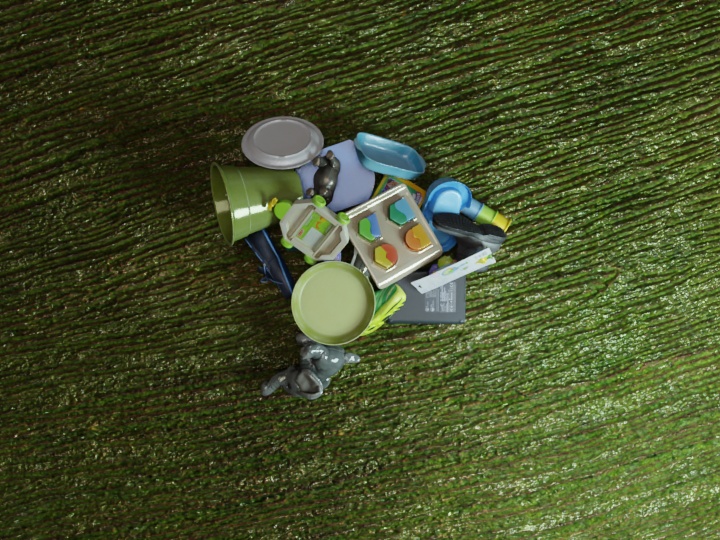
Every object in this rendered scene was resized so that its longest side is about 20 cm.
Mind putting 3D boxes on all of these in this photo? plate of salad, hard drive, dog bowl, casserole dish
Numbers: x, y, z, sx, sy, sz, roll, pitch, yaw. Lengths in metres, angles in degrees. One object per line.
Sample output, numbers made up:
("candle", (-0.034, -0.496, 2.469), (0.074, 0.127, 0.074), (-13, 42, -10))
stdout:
("plate of salad", (-0.190, -0.308, 1.613), (0.200, 0.048, 0.200), (1, 50, -1))
("hard drive", (0.165, 0.066, 1.675), (0.200, 0.033, 0.140), (1, 91, -2))
("dog bowl", (0.199, -0.139, 1.621), (0.111, 0.050, 0.200), (6, 123, -15))
("casserole dish", (0.067, -0.275, 1.615), (0.200, 0.121, 0.039), (11, 131, -26))

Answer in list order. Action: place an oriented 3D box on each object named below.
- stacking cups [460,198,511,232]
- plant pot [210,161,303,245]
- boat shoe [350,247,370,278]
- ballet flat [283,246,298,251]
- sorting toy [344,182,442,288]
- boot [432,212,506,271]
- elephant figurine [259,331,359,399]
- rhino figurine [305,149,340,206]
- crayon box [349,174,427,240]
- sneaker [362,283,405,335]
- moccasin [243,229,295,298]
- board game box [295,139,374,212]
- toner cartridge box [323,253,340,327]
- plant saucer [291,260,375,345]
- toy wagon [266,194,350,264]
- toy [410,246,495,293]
("stacking cups", (0.283, -0.161, 1.664), (0.200, 0.061, 0.061), (34, 90, 1))
("plant pot", (-0.243, -0.177, 1.586), (0.190, 0.200, 0.200), (-14, 92, -20))
("boat shoe", (0.000, 0.000, 1.649), (0.060, 0.072, 0.202), (16, 87, 3))
("ballet flat", (-0.100, -0.101, 1.657), (0.200, 0.067, 0.064), (-15, 64, -2))
("sorting toy", (0.075, -0.084, 1.557), (0.185, 0.036, 0.200), (-29, 89, -11))
("boot", (0.248, -0.060, 1.617), (0.200, 0.070, 0.132), (16, 128, -14))
("elephant figurine", (-0.130, 0.259, 1.638), (0.141, 0.155, 0.200), (13, 105, -44))
("rhino figurine", (-0.094, -0.190, 1.600), (0.060, 0.087, 0.200), (15, 95, 13))
("crayon box", (0.068, -0.136, 1.623), (0.119, 0.058, 0.200), (31, 71, -5))
("sneaker", (0.025, 0.098, 1.649), (0.200, 0.074, 0.084), (-38, 61, 17))
("moccasin", (-0.226, -0.013, 1.649), (0.068, 0.080, 0.200), (-29, 78, 3))
("board game box", (-0.063, -0.231, 1.661), (0.200, 0.039, 0.158), (-19, 98, 1))
("toner cartridge box", (-0.070, 0.037, 1.637), (0.043, 0.095, 0.200), (0, 92, -2))
("plant saucer", (-0.064, 0.077, 1.576), (0.200, 0.031, 0.200), (0, 91, -3))
("toy wagon", (-0.124, -0.108, 1.532), (0.200, 0.040, 0.155), (36, 122, -10))
("toy", (0.220, -0.011, 1.592), (0.200, 0.115, 0.047), (-21, 68, 13))
